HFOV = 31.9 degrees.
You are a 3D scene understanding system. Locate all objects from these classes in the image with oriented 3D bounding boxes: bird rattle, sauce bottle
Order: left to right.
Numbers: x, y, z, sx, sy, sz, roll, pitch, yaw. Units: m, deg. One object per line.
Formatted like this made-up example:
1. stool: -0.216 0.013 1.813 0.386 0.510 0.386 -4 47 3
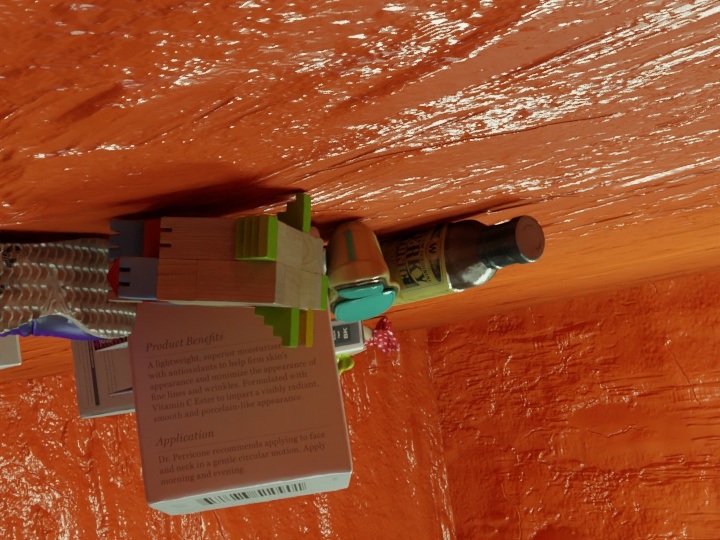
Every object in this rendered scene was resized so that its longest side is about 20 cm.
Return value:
1. bird rattle: -0.022 0.156 2.690 0.198 0.114 0.162 -16 156 34
2. sauce bottle: 0.080 -0.012 1.145 0.064 0.066 0.199 -4 171 -43

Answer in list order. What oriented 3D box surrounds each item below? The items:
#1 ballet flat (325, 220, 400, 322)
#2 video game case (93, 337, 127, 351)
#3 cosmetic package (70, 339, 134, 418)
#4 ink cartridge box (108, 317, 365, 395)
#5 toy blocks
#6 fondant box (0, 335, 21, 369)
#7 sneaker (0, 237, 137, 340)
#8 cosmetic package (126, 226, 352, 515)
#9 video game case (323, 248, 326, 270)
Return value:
1. ballet flat: 0.000 0.000 1.099 0.068 0.064 0.200 -11 170 -4
2. video game case: -0.150 0.046 1.267 0.198 0.036 0.181 -7 175 -31
3. cosmetic package: -0.227 0.109 1.602 0.197 0.125 0.199 -10 175 24
4. ink cartridge box: -0.129 0.087 1.308 0.196 0.044 0.199 -12 178 36
5. toy blocks: -0.104 -0.003 0.834 0.134 0.102 0.200 2 177 9
6. fondant box: -0.476 0.093 1.363 0.143 0.059 0.199 -5 175 -41
7. sneaker: -0.240 0.013 0.870 0.098 0.071 0.199 -4 174 28
8. cosmetic package: -0.100 0.088 1.045 0.162 0.203 0.165 -7 167 -3
9. video game case: -0.092 0.005 1.265 0.198 0.023 0.181 -13 173 31
